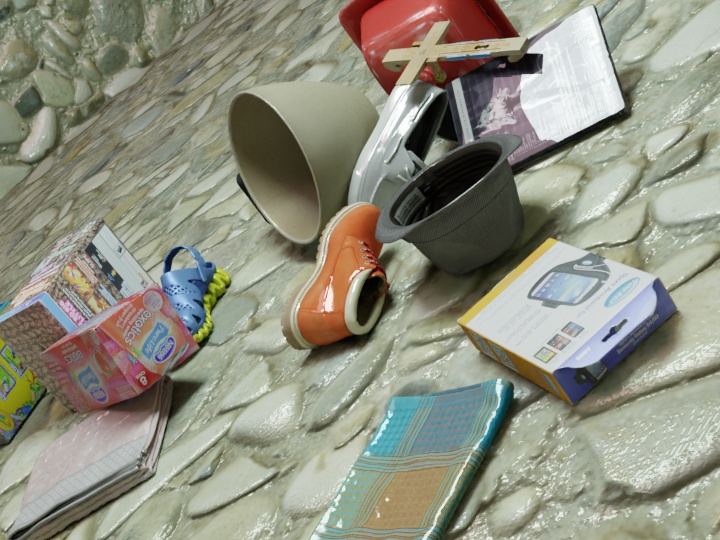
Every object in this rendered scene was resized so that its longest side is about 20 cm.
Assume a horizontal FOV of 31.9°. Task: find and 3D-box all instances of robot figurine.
[{"bbox_3d":[-0.068,-0.152,1.703,0.199,0.151,0.125,-39,5,-3],"label":"robot figurine"}]

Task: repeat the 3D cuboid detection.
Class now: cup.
[{"bbox_3d":[-0.052,-0.154,1.561,0.142,0.202,0.200,-29,17,-25],"label":"cup"}]

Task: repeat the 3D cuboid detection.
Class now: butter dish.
[{"bbox_3d":[0.087,-0.272,1.616,0.198,0.200,0.149,-23,33,31],"label":"butter dish"}]

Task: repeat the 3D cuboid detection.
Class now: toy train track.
[{"bbox_3d":[0.114,-0.249,1.486,0.198,0.033,0.115,2,49,40],"label":"toy train track"}]

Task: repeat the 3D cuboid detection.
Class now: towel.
[{"bbox_3d":[0.035,0.170,1.026,0.146,0.022,0.201,-15,31,45],"label":"towel"},{"bbox_3d":[-0.309,0.217,1.451,0.199,0.032,0.191,-31,22,13],"label":"towel"}]

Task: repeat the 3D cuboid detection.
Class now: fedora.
[{"bbox_3d":[0.106,-0.057,1.279,0.177,0.091,0.200,-40,15,-12],"label":"fedora"}]

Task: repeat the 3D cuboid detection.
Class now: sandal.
[{"bbox_3d":[-0.232,0.037,1.623,0.079,0.087,0.201,-27,25,18],"label":"sandal"}]

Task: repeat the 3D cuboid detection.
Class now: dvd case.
[{"bbox_3d":[0.195,-0.194,1.420,0.199,0.016,0.150,-26,57,25],"label":"dvd case"}]

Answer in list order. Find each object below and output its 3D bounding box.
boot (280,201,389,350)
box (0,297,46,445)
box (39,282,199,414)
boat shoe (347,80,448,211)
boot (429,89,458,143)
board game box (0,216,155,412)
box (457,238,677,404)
[{"bbox_3d":[0.000,0.000,1.367,0.107,0.075,0.201,-12,41,41],"label":"boot"},{"bbox_3d":[-0.558,0.165,1.819,0.199,0.122,0.193,-22,27,33],"label":"box"},{"bbox_3d":[-0.292,0.097,1.507,0.102,0.095,0.199,-37,9,-34],"label":"box"},{"bbox_3d":[0.049,-0.131,1.505,0.068,0.072,0.202,17,76,38],"label":"boat shoe"},{"bbox_3d":[0.180,-0.228,1.546,0.198,0.073,0.145,-6,36,39],"label":"boot"},{"bbox_3d":[-0.369,0.057,1.692,0.096,0.160,0.201,-25,24,29],"label":"board game box"},{"bbox_3d":[0.173,0.040,1.053,0.119,0.042,0.200,-40,24,-8],"label":"box"}]
